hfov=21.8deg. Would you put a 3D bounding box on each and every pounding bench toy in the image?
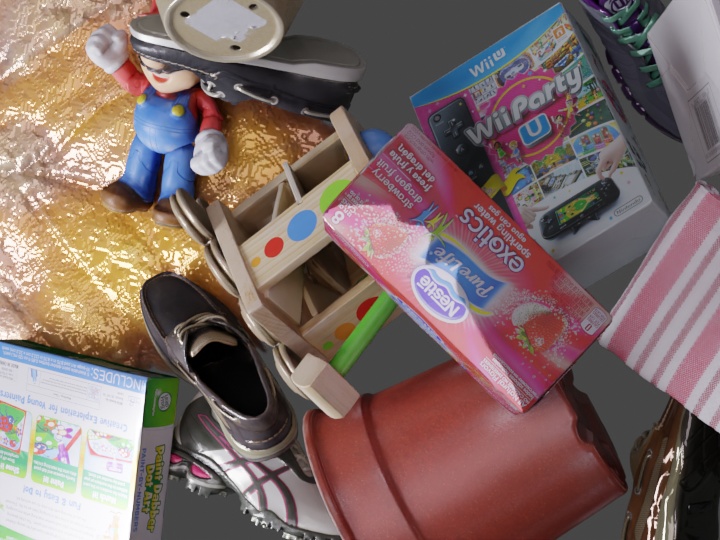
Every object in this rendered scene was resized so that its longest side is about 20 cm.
[{"bbox_3d":[0.000,0.000,1.444,0.156,0.124,0.201,-36,46,11],"label":"pounding bench toy"}]

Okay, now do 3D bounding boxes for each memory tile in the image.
[{"bbox_3d":[-0.082,0.025,1.511,0.017,0.153,0.201,-36,78,7],"label":"memory tile"}]

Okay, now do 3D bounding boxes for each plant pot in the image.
[{"bbox_3d":[0.089,0.150,1.441,0.194,0.201,0.202,-30,82,10],"label":"plant pot"},{"bbox_3d":[-0.099,-0.270,1.449,0.186,0.187,0.201,-8,58,20],"label":"plant pot"}]

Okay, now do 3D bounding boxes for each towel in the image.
[{"bbox_3d":[0.288,0.048,1.357,0.199,0.030,0.147,36,107,12],"label":"towel"}]

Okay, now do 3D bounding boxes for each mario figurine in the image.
[{"bbox_3d":[-0.171,-0.140,1.559,0.122,0.106,0.202,7,104,-15],"label":"mario figurine"}]

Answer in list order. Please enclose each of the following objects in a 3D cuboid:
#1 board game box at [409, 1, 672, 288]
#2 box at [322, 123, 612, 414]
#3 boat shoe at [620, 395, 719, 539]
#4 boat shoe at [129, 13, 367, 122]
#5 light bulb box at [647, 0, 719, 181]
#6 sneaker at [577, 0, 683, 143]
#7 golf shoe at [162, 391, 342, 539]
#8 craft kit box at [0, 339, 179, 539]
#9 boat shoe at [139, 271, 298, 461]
[{"bbox_3d":[0.138,-0.083,1.436,0.147,0.064,0.201,-31,55,17],"label":"board game box"},{"bbox_3d":[0.073,0.002,1.320,0.200,0.100,0.096,44,87,3],"label":"box"},{"bbox_3d":[0.240,0.150,1.438,0.074,0.075,0.202,20,101,46],"label":"boat shoe"},{"bbox_3d":[-0.094,-0.162,1.512,0.074,0.199,0.061,-120,43,-53],"label":"boat shoe"},{"bbox_3d":[0.327,-0.162,1.307,0.199,0.198,0.126,-18,85,-2],"label":"light bulb box"},{"bbox_3d":[0.211,-0.179,1.434,0.074,0.087,0.201,-38,79,17],"label":"sneaker"},{"bbox_3d":[-0.071,0.167,1.553,0.199,0.077,0.089,24,92,17],"label":"golf shoe"},{"bbox_3d":[-0.249,0.172,1.601,0.199,0.048,0.199,11,93,38],"label":"craft kit box"},{"bbox_3d":[-0.118,0.066,1.543,0.074,0.074,0.200,-34,61,-17],"label":"boat shoe"}]
